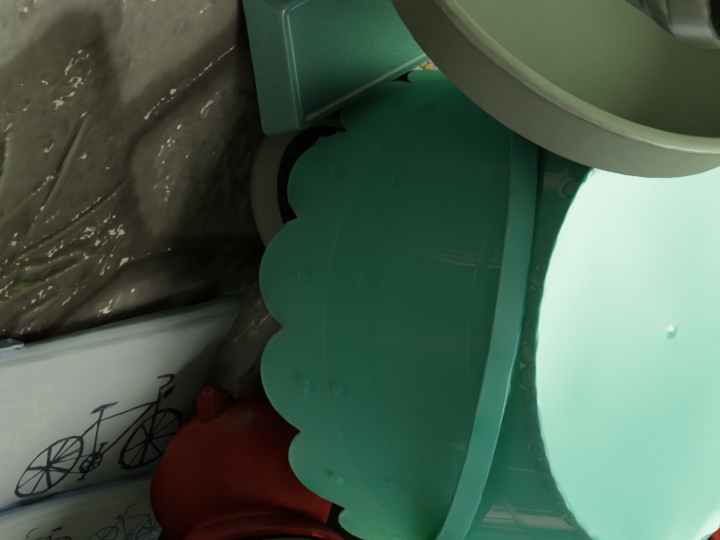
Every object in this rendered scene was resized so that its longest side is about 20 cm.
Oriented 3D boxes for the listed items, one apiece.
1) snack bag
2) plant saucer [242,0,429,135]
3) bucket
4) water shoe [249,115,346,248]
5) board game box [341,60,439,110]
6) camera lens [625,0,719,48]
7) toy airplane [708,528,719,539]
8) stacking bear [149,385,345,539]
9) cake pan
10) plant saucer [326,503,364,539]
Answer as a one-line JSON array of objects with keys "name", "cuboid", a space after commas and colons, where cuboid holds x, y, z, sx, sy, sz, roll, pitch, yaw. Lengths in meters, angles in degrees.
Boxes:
[{"name": "snack bag", "cuboid": [-0.135, 0.100, 0.923, 0.188, 0.021, 0.200, -12, 134, -54]}, {"name": "plant saucer", "cuboid": [0.039, -0.122, 0.883, 0.200, 0.019, 0.070, -30, 133, -27]}, {"name": "bucket", "cuboid": [0.071, 0.020, 0.880, 0.207, 0.134, 0.208, -6, 98, -47]}, {"name": "water shoe", "cuboid": [0.000, 0.000, 0.966, 0.072, 0.079, 0.200, -53, 131, -12]}, {"name": "board game box", "cuboid": [0.041, -0.073, 0.991, 0.096, 0.030, 0.200, -48, 158, -11]}, {"name": "camera lens", "cuboid": [0.094, -0.181, 0.718, 0.160, 0.200, 0.160, -40, 154, -25]}, {"name": "toy airplane", "cuboid": [0.164, 0.098, 1.261, 0.141, 0.199, 0.201, 9, 81, -32]}, {"name": "stacking bear", "cuboid": [-0.042, 0.149, 0.921, 0.113, 0.201, 0.121, -26, 147, 31]}, {"name": "cake pan", "cuboid": [0.089, -0.114, 0.820, 0.200, 0.200, 0.037, -28, 162, -42]}, {"name": "plant saucer", "cuboid": [-0.017, 0.149, 0.999, 0.200, 0.200, 0.036, -54, 139, 4]}]
